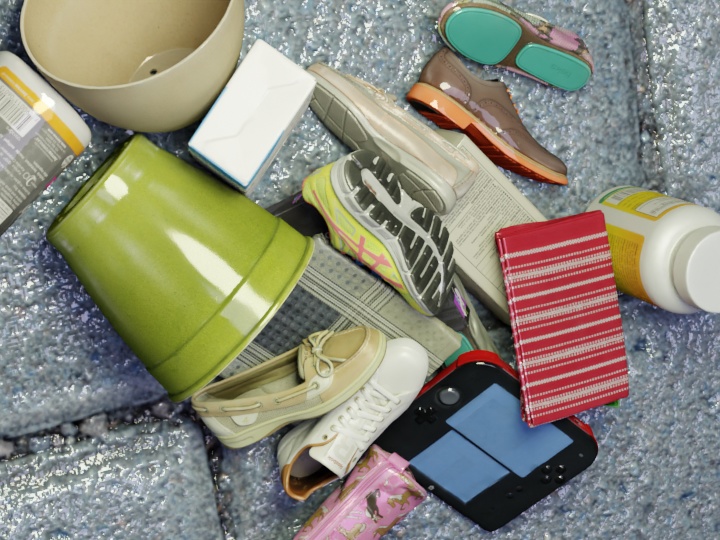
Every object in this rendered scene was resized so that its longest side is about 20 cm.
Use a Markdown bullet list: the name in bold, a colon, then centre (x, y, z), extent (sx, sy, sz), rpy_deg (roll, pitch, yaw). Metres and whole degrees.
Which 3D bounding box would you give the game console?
- **game console**: centre (0.129, 0.180, 1.806), extent (0.200, 0.031, 0.177), rpy_deg (37, 115, -25)

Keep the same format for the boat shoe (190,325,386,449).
- **boat shoe**: centre (-0.068, 0.103, 1.673), extent (0.200, 0.073, 0.063), rpy_deg (-26, 124, 21)

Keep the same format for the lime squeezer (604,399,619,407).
- **lime squeezer**: centre (0.170, 0.141, 1.842), extent (0.198, 0.071, 0.038), rpy_deg (-5, 122, 0)

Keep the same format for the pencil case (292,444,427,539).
- **pencil case**: centre (-0.022, 0.267, 1.767), extent (0.200, 0.086, 0.083), rpy_deg (-45, 107, -5)

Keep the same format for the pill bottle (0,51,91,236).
- **pill bottle**: centre (-0.345, -0.088, 1.543), extent (0.200, 0.116, 0.116), rpy_deg (-47, 114, -7)

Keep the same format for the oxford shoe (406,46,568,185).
- **oxford shoe**: centre (0.143, -0.153, 1.765), extent (0.199, 0.071, 0.073), rpy_deg (32, 82, -25)

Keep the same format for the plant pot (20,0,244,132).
- **plant pot**: centre (-0.189, -0.202, 1.563), extent (0.200, 0.200, 0.135), rpy_deg (-38, 147, -11)

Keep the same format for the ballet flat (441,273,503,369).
- **ballet flat**: centre (0.091, 0.049, 1.792), extent (0.067, 0.064, 0.201), rpy_deg (-18, 113, 23)

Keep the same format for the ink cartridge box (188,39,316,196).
- **ink cartridge box**: centre (-0.101, -0.136, 1.611), extent (0.066, 0.200, 0.116), rpy_deg (34, 87, -3)

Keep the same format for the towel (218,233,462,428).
- **towel**: centre (-0.029, 0.076, 1.719), extent (0.200, 0.035, 0.193), rpy_deg (36, 113, -21)

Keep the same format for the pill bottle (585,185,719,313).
- **pill bottle**: centre (0.318, -0.019, 1.794), extent (0.112, 0.200, 0.114), rpy_deg (-5, 103, -22)

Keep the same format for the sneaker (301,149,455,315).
- **sneaker**: centre (0.017, -0.034, 1.646), extent (0.200, 0.090, 0.078), rpy_deg (54, 47, -29)

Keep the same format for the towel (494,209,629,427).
- **towel**: centre (0.206, 0.045, 1.761), extent (0.144, 0.022, 0.202), rpy_deg (-13, 97, -33)

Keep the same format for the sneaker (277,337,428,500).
- **sneaker**: centre (-0.004, 0.154, 1.699), extent (0.073, 0.085, 0.200), rpy_deg (36, 112, -20)

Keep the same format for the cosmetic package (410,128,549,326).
- **cosmetic package**: centre (0.124, -0.041, 1.777), extent (0.105, 0.071, 0.200), rpy_deg (-49, 115, -8)

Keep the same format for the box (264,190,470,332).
- **box**: centre (0.000, 0.000, 1.718), extent (0.142, 0.036, 0.201), rpy_deg (-26, 112, 18)

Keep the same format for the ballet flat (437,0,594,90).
- **ballet flat**: centre (0.151, -0.239, 1.750), extent (0.199, 0.071, 0.069), rpy_deg (16, 131, -32)

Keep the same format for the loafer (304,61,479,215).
- **loafer**: centre (0.028, -0.138, 1.692), extent (0.200, 0.072, 0.063), rpy_deg (42, 68, 8)

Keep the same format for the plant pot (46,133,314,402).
- **plant pot**: centre (-0.178, -0.017, 1.600), extent (0.193, 0.200, 0.201), rpy_deg (43, 83, -13)
